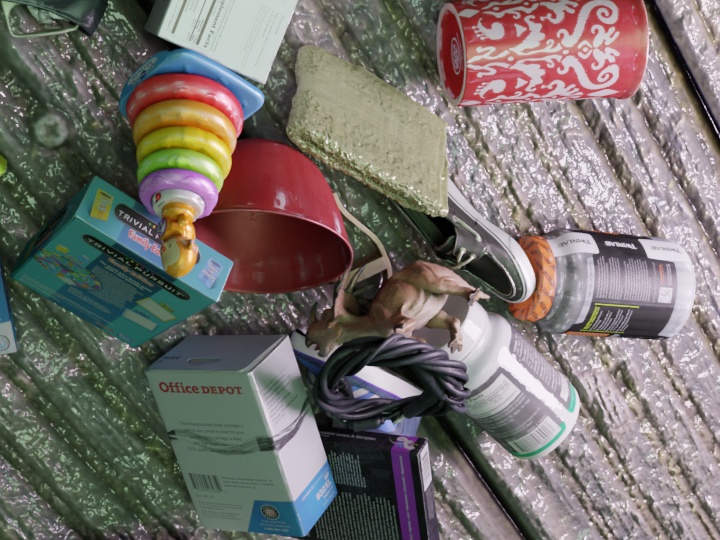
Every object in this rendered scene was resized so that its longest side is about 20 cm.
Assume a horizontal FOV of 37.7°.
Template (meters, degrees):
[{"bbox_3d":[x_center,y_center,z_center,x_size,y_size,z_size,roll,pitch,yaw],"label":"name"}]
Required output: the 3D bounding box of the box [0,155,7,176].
[{"bbox_3d":[-0.450,-0.131,0.997,0.122,0.048,0.200,-42,114,-3],"label":"box"}]

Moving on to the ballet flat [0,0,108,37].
[{"bbox_3d":[-0.338,-0.256,0.989,0.197,0.073,0.074,5,104,-21],"label":"ballet flat"}]

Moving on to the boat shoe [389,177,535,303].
[{"bbox_3d":[0.108,-0.031,1.164,0.200,0.071,0.064,45,49,0],"label":"boat shoe"}]

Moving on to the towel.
[{"bbox_3d":[0.013,-0.144,1.105,0.198,0.150,0.036,26,135,-23],"label":"towel"}]

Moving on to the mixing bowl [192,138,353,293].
[{"bbox_3d":[-0.105,-0.064,1.070,0.198,0.200,0.110,9,66,-20],"label":"mixing bowl"}]

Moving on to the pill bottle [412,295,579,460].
[{"bbox_3d":[0.155,0.121,1.229,0.113,0.113,0.200,-47,113,0],"label":"pill bottle"}]

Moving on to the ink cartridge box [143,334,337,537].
[{"bbox_3d":[-0.126,0.175,1.132,0.084,0.144,0.202,-42,123,-51],"label":"ink cartridge box"}]

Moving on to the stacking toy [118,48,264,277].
[{"bbox_3d":[-0.159,-0.083,0.933,0.109,0.202,0.116,24,142,-37],"label":"stacking toy"}]

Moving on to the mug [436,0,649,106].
[{"bbox_3d":[0.185,-0.257,1.146,0.197,0.179,0.134,-9,144,-11],"label":"mug"}]

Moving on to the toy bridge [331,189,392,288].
[{"bbox_3d":[0.000,0.000,1.191,0.067,0.027,0.202,-25,111,-11],"label":"toy bridge"}]

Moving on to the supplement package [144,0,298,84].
[{"bbox_3d":[-0.113,-0.297,1.001,0.110,0.156,0.202,22,98,-20],"label":"supplement package"}]

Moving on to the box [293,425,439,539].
[{"bbox_3d":[-0.013,0.245,1.183,0.198,0.036,0.145,3,115,24],"label":"box"}]

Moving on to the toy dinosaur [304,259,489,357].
[{"bbox_3d":[0.043,0.031,1.125,0.199,0.135,0.087,-27,137,-25],"label":"toy dinosaur"}]

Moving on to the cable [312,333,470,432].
[{"bbox_3d":[0.033,0.121,1.077,0.161,0.201,0.051,2,62,2],"label":"cable"}]

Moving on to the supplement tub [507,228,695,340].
[{"bbox_3d":[0.277,0.016,1.234,0.197,0.123,0.124,5,104,-20],"label":"supplement tub"}]

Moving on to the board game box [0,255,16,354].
[{"bbox_3d":[-0.444,0.026,1.015,0.197,0.047,0.152,-9,132,-15],"label":"board game box"}]

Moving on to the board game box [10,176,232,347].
[{"bbox_3d":[-0.236,-0.001,1.025,0.150,0.199,0.047,33,58,-22],"label":"board game box"}]

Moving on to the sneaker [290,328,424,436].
[{"bbox_3d":[-0.023,0.168,1.202,0.199,0.080,0.148,29,91,-28],"label":"sneaker"}]
